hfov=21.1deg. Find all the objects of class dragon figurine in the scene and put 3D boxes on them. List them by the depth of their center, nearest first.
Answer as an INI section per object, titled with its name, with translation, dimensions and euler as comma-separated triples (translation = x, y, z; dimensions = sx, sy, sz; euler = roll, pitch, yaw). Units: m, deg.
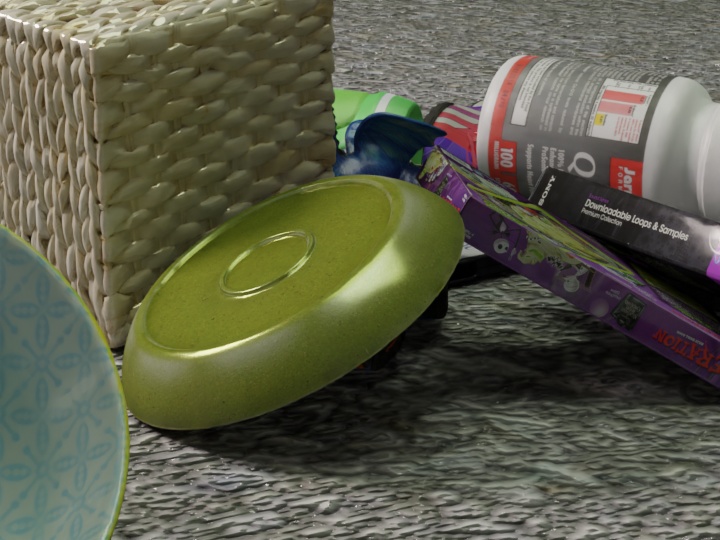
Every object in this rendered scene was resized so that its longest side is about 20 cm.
[dragon figurine]
translation = 0.019, -0.070, 1.248
dimensions = 0.199, 0.100, 0.059
euler = 8, -6, -15

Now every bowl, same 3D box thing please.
[bowl]
translation = -0.194, 0.076, 0.710
dimensions = 0.200, 0.201, 0.108
euler = -4, -26, -26

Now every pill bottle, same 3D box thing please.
[pill bottle]
translation = 0.198, -0.093, 1.448
dimensions = 0.199, 0.116, 0.116
euler = 11, 17, 26

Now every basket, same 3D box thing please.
[basket]
translation = -0.134, -0.082, 1.153
dimensions = 0.161, 0.199, 0.200
euler = 20, 29, 41

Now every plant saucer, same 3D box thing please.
[plant saucer]
translation = -0.042, 0.006, 1.000
dimensions = 0.200, 0.031, 0.200
euler = -23, 26, 12

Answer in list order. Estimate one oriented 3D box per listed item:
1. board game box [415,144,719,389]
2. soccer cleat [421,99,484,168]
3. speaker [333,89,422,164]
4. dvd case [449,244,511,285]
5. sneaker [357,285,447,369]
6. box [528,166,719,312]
[board game box]
translation = 0.128, 0.001, 1.087
dimensions = 0.200, 0.032, 0.120
euler = 30, 7, -14
[soccer cleat]
translation = 0.101, -0.099, 1.551
dimensions = 0.073, 0.068, 0.200
euler = 15, 16, 22
[speaker]
translation = -0.058, -0.100, 1.446
dimensions = 0.199, 0.089, 0.088
euler = 8, 16, 15
[dvd case]
translation = -0.005, -0.010, 1.282
dimensions = 0.142, 0.018, 0.200
euler = 17, 20, 42
[sneaker]
translation = 0.000, 0.000, 1.121
dimensions = 0.078, 0.076, 0.200
euler = 5, 13, 19
[box]
translation = 0.210, -0.002, 1.158
dimensions = 0.143, 0.036, 0.200
euler = 28, -3, -37
